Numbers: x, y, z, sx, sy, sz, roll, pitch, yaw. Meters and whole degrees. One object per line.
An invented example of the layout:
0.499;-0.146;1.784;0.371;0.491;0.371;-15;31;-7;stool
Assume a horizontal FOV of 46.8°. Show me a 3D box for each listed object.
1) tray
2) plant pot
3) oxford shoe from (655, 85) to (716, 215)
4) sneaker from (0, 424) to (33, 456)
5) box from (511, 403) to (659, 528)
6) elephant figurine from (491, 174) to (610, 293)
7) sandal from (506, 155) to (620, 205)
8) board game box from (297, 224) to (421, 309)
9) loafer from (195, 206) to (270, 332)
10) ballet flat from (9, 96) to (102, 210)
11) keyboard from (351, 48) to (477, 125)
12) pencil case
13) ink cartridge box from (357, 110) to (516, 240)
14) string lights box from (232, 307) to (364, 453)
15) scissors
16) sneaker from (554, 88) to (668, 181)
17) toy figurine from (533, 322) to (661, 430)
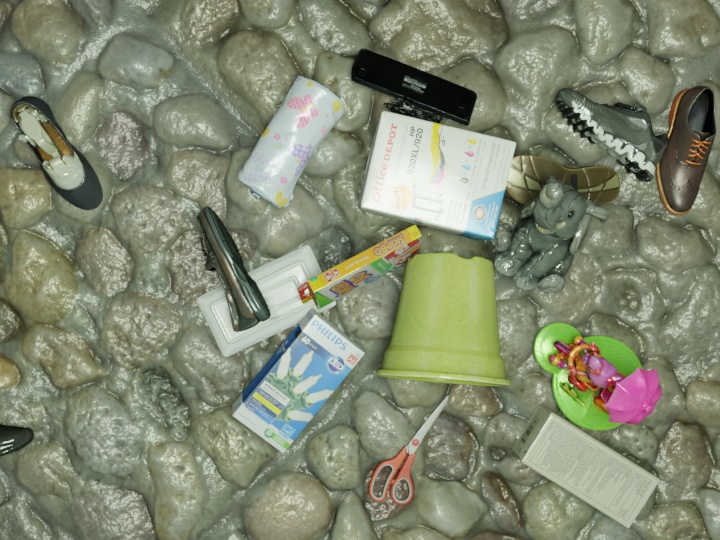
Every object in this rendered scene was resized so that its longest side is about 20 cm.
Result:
-0.149;0.049;1.310;0.200;0.022;0.108;-26;93;0;tray
0.130;0.074;1.245;0.200;0.200;0.185;5;81;-1;plant pot
0.506;-0.186;1.286;0.071;0.073;0.200;5;92;-2;oxford shoe
-0.609;0.248;1.287;0.200;0.076;0.091;-2;86;-3;sneaker
0.349;0.303;1.300;0.200;0.078;0.095;33;91;-2;box
0.284;-0.071;1.197;0.141;0.155;0.200;15;132;-9;elephant figurine
0.307;-0.136;1.300;0.200;0.054;0.081;1;98;-16;sandal
0.000;0.000;1.262;0.200;0.096;0.030;-25;73;-6;board game box
-0.210;-0.001;1.273;0.063;0.072;0.200;-30;79;5;loafer
-0.470;-0.178;1.273;0.073;0.073;0.200;-32;93;0;ballet flat
0.076;-0.269;1.290;0.200;0.040;0.104;21;53;0;keyboard
-0.105;-0.195;1.271;0.091;0.083;0.200;31;91;-6;pencil case
0.108;-0.138;1.245;0.200;0.145;0.148;13;92;-2;ink cartridge box
-0.097;0.169;1.292;0.103;0.059;0.200;39;92;-12;string lights box
0.075;0.281;1.327;0.073;0.014;0.200;21;93;0;scissors
0.394;-0.230;1.290;0.200;0.066;0.091;37;88;-6;sneaker
0.364;0.157;1.237;0.200;0.184;0.150;42;86;1;toy figurine
